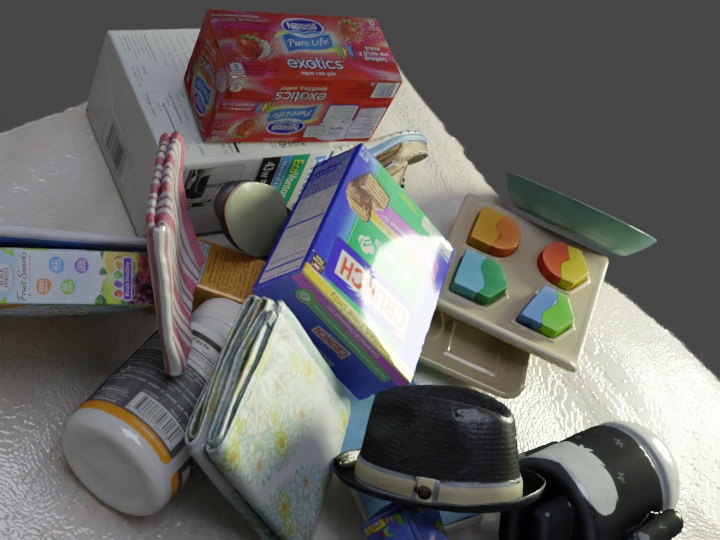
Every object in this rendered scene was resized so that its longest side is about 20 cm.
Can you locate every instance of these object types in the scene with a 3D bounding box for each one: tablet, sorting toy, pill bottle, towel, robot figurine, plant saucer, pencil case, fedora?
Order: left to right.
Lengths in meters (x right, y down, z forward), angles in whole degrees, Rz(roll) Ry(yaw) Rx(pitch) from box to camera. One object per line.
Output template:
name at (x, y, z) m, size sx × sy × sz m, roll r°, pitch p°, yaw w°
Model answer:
tablet at (-0.298, -0.026, 1.119) m, size 0.199 × 0.130 × 0.014 m, roll 4°, pitch 82°, yaw -46°
pill bottle at (-0.170, 0.119, 1.116) m, size 0.116 × 0.117 × 0.200 m, roll 37°, pitch 47°, yaw 6°
towel at (-0.165, -0.020, 1.087) m, size 0.030 × 0.147 × 0.200 m, roll -5°, pitch 31°, yaw -2°
towel at (-0.078, 0.143, 1.106) m, size 0.048 × 0.200 × 0.172 m, roll -2°, pitch 49°, yaw 29°
tablet at (0.031, 0.181, 1.232) m, size 0.130 × 0.014 × 0.201 m, roll -10°, pitch 58°, yaw -31°
fedora at (0.075, 0.157, 1.126) m, size 0.200 × 0.200 × 0.092 m, roll 3°, pitch 96°, yaw -24°
pencil case at (0.077, 0.297, 1.102) m, size 0.078 × 0.087 × 0.201 m, roll -23°, pitch 69°, yaw -23°
sorting toy at (0.100, 0.044, 1.365) m, size 0.199 × 0.037 × 0.186 m, roll 21°, pitch 47°, yaw -3°
sorting toy at (0.181, 0.005, 1.368) m, size 0.184 × 0.037 × 0.200 m, roll 25°, pitch 46°, yaw 1°
plant saucer at (0.258, -0.063, 1.461) m, size 0.199 × 0.036 × 0.200 m, roll 24°, pitch 5°, yaw -2°
robot figurine at (0.229, 0.228, 1.216) m, size 0.199 × 0.125 × 0.151 m, roll -17°, pitch 70°, yaw -35°

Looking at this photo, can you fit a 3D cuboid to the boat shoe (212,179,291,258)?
boat shoe at (-0.107, -0.054, 1.257) m, size 0.062 × 0.071 × 0.200 m, roll 32°, pitch 0°, yaw 23°

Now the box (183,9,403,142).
box at (-0.071, -0.199, 1.259) m, size 0.199 × 0.100 × 0.096 m, roll -4°, pitch 56°, yaw -29°

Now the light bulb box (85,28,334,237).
light bulb box at (-0.168, -0.155, 1.330) m, size 0.199 × 0.125 × 0.199 m, roll -8°, pitch 57°, yaw -32°

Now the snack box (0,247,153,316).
snack box at (-0.280, 0.013, 1.095) m, size 0.141 × 0.200 × 0.053 m, roll 0°, pitch 85°, yaw -25°

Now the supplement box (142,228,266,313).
supplement box at (-0.136, 0.023, 1.243) m, size 0.199 × 0.067 × 0.069 m, roll 18°, pitch 48°, yaw -11°

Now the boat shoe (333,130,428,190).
boat shoe at (0.014, -0.113, 1.429) m, size 0.199 × 0.072 × 0.073 m, roll -20°, pitch 85°, yaw -43°

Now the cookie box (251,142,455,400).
cookie box at (0.000, 0.000, 1.238) m, size 0.171 × 0.075 × 0.201 m, roll 47°, pitch 42°, yaw -24°
